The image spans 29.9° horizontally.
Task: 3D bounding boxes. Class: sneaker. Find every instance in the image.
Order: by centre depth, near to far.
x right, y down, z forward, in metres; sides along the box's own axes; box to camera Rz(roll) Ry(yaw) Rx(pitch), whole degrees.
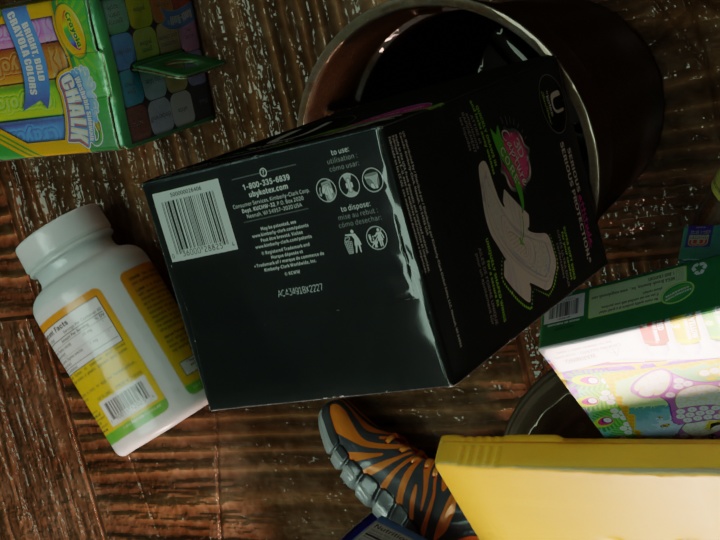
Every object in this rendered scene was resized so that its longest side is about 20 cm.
[{"bbox_3d":[0.058,0.156,1.067,0.112,0.078,0.200,-47,66,14],"label":"sneaker"}]

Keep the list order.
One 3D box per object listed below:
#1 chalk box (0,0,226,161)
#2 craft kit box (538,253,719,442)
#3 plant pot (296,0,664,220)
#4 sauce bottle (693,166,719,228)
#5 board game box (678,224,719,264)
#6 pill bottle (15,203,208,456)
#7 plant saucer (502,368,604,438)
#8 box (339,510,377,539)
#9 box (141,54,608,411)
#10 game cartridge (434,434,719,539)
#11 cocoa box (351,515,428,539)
[{"bbox_3d":[-0.205,-0.164,1.079,0.199,0.125,0.124,-2,106,31],"label":"chalk box"},{"bbox_3d":[0.236,0.068,0.796,0.199,0.049,0.198,-16,135,30],"label":"craft kit box"},{"bbox_3d":[0.094,-0.090,0.873,0.200,0.198,0.201,11,112,28],"label":"plant pot"},{"bbox_3d":[0.256,-0.048,0.869,0.066,0.066,0.200,35,122,17],"label":"sauce bottle"},{"bbox_3d":[0.307,0.042,0.839,0.199,0.045,0.153,-2,121,23],"label":"board game box"},{"bbox_3d":[-0.212,0.048,1.165,0.111,0.111,0.200,-32,88,36],"label":"pill bottle"},{"bbox_3d":[0.196,0.152,0.963,0.199,0.029,0.201,2,100,13],"label":"plant saucer"},{"bbox_3d":[0.043,0.324,1.108,0.200,0.105,0.184,37,123,15],"label":"box"},{"bbox_3d":[0.016,-0.023,0.700,0.148,0.200,0.125,-9,101,34],"label":"box"},{"bbox_3d":[0.168,0.163,0.876,0.199,0.033,0.177,0,141,27],"label":"game cartridge"},{"bbox_3d":[0.020,0.308,0.968,0.133,0.131,0.201,22,119,27],"label":"cocoa box"}]
